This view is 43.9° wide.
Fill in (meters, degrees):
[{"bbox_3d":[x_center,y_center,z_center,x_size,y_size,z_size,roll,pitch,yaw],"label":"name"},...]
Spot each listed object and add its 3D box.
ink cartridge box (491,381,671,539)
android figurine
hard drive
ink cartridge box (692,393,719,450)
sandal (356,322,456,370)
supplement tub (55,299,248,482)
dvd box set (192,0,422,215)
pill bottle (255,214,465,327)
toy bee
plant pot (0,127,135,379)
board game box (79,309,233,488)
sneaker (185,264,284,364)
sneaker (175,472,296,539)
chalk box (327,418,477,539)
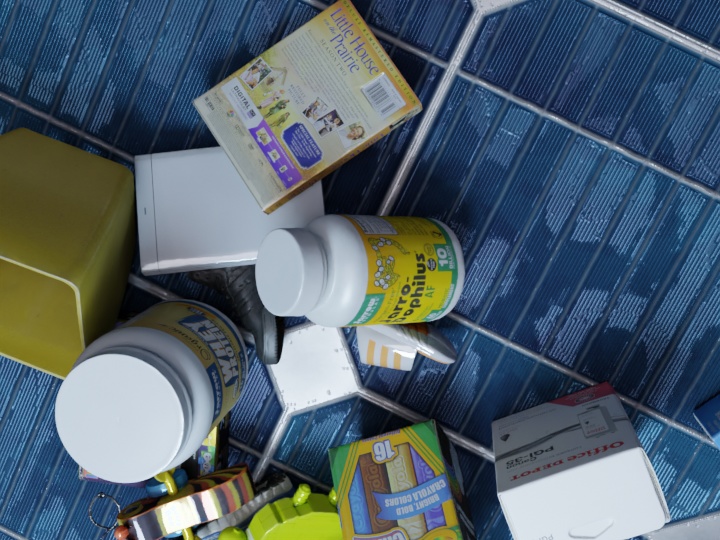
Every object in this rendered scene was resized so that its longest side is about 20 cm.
[{"bbox_3d":[0.218,0.202,0.919,0.146,0.200,0.083,-21,97,10],"label":"ink cartridge box"},{"bbox_3d":[-0.085,0.321,1.006,0.182,0.041,0.200,13,113,-37],"label":"android figurine"},{"bbox_3d":[-0.139,-0.070,0.965,0.200,0.027,0.132,-6,77,-1],"label":"hard drive"},{"bbox_3d":[0.484,0.160,0.940,0.200,0.084,0.145,-38,93,11],"label":"ink cartridge box"},{"bbox_3d":[0.006,0.068,0.988,0.207,0.079,0.059,23,103,11],"label":"sandal"},{"bbox_3d":[-0.203,0.116,0.896,0.145,0.200,0.145,1,101,7],"label":"supplement tub"},{"bbox_3d":[-0.056,-0.174,0.941,0.200,0.029,0.146,-35,82,3],"label":"dvd box set"},{"bbox_3d":[0.000,0.000,0.902,0.113,0.200,0.113,0,90,51],"label":"pill bottle"},{"bbox_3d":[-0.215,0.274,0.974,0.200,0.109,0.131,-38,94,11],"label":"toy bee"},{"bbox_3d":[-0.338,-0.028,0.935,0.200,0.176,0.200,20,143,2],"label":"plant pot"},{"bbox_3d":[-0.237,0.152,1.038,0.165,0.057,0.200,7,101,8],"label":"board game box"},{"bbox_3d":[-0.144,0.007,0.999,0.104,0.060,0.200,-4,91,3],"label":"sneaker"},{"bbox_3d":[-0.151,0.323,1.048,0.200,0.079,0.089,-32,93,11],"label":"sneaker"},{"bbox_3d":[0.055,0.282,0.945,0.124,0.125,0.200,-17,57,9],"label":"chalk box"}]
